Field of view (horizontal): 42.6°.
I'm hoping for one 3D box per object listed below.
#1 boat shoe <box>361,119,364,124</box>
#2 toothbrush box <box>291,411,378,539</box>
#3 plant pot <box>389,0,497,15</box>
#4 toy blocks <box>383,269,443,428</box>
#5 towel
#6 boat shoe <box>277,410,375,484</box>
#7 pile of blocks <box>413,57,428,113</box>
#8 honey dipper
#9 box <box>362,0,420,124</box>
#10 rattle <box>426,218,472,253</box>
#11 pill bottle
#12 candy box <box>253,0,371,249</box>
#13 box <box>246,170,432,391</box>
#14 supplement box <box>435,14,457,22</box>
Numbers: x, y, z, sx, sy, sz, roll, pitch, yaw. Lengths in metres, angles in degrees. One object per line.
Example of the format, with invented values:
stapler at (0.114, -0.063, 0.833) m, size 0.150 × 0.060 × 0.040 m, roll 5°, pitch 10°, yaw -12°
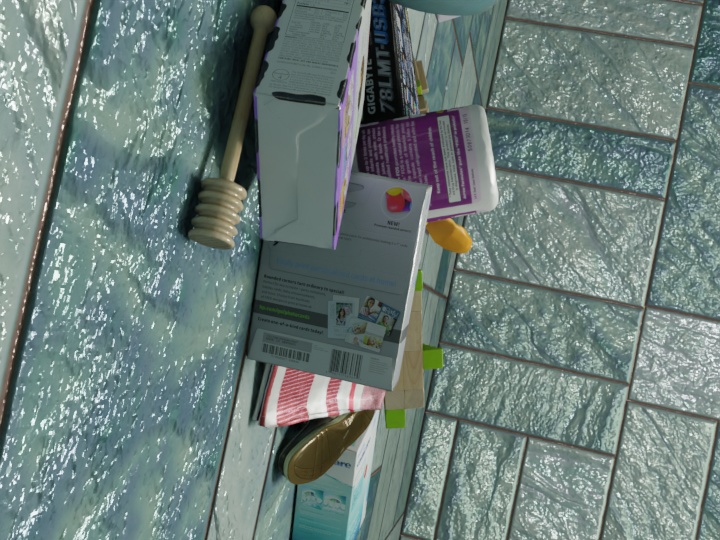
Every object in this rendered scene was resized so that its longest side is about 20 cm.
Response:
boat shoe at (-0.017, -0.075, 1.076) m, size 0.069 × 0.074 × 0.203 m, roll -55°, pitch 150°, yaw -60°
toothbrush box at (-0.036, 0.305, 1.347) m, size 0.147 × 0.084 × 0.203 m, roll -52°, pitch 151°, yaw -67°
plant pot at (0.046, -0.345, 0.896) m, size 0.200 × 0.133 × 0.203 m, roll -134°, pitch -142°, yaw -52°
toy blocks at (0.047, 0.079, 1.187) m, size 0.137 × 0.098 × 0.203 m, roll -103°, pitch -169°, yaw -73°
towel at (-0.027, 0.100, 1.042) m, size 0.198 × 0.023 × 0.146 m, roll -1°, pitch 111°, yaw -47°
boat shoe at (-0.052, 0.214, 1.220) m, size 0.199 × 0.064 × 0.074 m, roll -27°, pitch 129°, yaw -53°
pile of blocks at (0.049, -0.208, 1.262) m, size 0.062 × 0.081 × 0.203 m, roll 63°, pitch 40°, yaw -74°
honey dipper at (-0.095, -0.118, 0.728) m, size 0.038 × 0.037 × 0.203 m, roll 61°, pitch 39°, yaw -74°
box at (0.033, -0.248, 1.083) m, size 0.198 × 0.049 × 0.203 m, roll 19°, pitch 65°, yaw -80°
rattle at (0.103, -0.144, 1.342) m, size 0.130 × 0.141 × 0.202 m, roll -50°, pitch -139°, yaw 39°
pill bottle at (0.039, -0.102, 0.965) m, size 0.112 × 0.197 × 0.114 m, roll -9°, pitch 90°, yaw -84°
candy box at (-0.037, -0.151, 0.802) m, size 0.169 × 0.070 × 0.202 m, roll 95°, pitch 4°, yaw -52°
box at (-0.022, 0.003, 0.912) m, size 0.041 × 0.154 × 0.203 m, roll -41°, pitch 140°, yaw -76°
supplement box at (0.086, -0.410, 1.080) m, size 0.109 × 0.060 × 0.203 m, roll 60°, pitch 14°, yaw -74°
